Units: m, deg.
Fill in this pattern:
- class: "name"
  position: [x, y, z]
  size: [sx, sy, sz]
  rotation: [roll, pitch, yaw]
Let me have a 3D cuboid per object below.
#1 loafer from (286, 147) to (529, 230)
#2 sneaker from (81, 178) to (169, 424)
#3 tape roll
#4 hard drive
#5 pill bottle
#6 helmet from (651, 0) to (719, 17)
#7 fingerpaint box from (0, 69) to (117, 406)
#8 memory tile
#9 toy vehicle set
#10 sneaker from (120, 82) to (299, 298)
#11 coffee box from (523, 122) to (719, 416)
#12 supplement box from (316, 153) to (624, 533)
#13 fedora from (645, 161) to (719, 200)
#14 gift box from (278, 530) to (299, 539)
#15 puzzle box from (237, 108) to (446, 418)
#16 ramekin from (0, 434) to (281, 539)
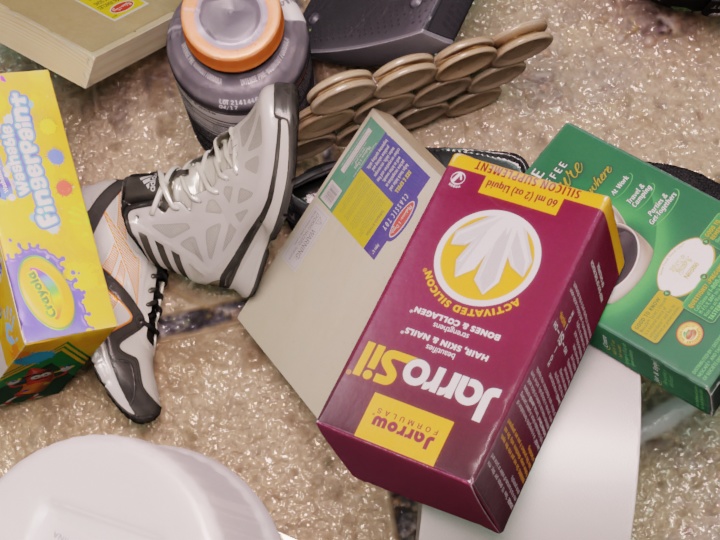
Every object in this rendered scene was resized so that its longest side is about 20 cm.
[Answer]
- class: "loafer"
  position: [0.037, -0.061, 1.126]
  size: [0.199, 0.070, 0.069]
  rotation: [-7, 76, -1]
- class: "sneaker"
  position: [-0.179, 0.018, 1.110]
  size: [0.079, 0.074, 0.202]
  rotation: [-16, 77, -5]
- class: "tape roll"
  position: [0.113, 0.133, 1.011]
  size: [0.138, 0.203, 0.205]
  rotation: [5, 76, 2]
- class: "hard drive"
  position: [0.028, -0.219, 1.116]
  size: [0.042, 0.199, 0.136]
  rotation: [33, 76, -29]
- class: "pill bottle"
  position: [-0.088, -0.153, 1.084]
  size: [0.105, 0.200, 0.107]
  rotation: [0, 76, 0]
- class: "helmet"
  position: [0.268, -0.305, 1.123]
  size: [0.198, 0.191, 0.202]
  rotation: [0, 112, -1]
- class: "fingerpaint box"
  position: [-0.257, -0.020, 1.067]
  size: [0.073, 0.167, 0.202]
  rotation: [-10, 74, -30]
- class: "memory tile"
  position: [0.037, -0.134, 1.083]
  size: [0.198, 0.153, 0.017]
  rotation: [-17, 80, -21]
- class: "toy vehicle set"
  position: [-0.211, -0.208, 1.118]
  size: [0.124, 0.200, 0.027]
  rotation: [29, 121, 8]
- class: "sneaker"
  position: [-0.112, -0.059, 1.034]
  size: [0.114, 0.201, 0.076]
  rotation: [11, 47, -11]
- class: "coffee box"
  position: [0.182, -0.006, 0.958]
  size: [0.199, 0.044, 0.123]
  rotation: [31, 73, 30]
- class: "supplement box"
  position: [0.072, 0.042, 0.887]
  size: [0.110, 0.086, 0.201]
  rotation: [18, 68, 26]
- class: "fedora"
  position: [0.225, -0.023, 1.053]
  size: [0.199, 0.201, 0.092]
  rotation: [23, 112, 6]
- class: "gift box"
  position: [-0.126, 0.248, 0.991]
  size: [0.185, 0.200, 0.186]
  rotation: [22, 82, 5]
- class: "puzzle box"
  position: [0.000, 0.000, 1.056]
  size: [0.133, 0.025, 0.201]
  rotation: [48, 113, 35]
- class: "ramekin"
  position: [-0.150, 0.196, 0.869]
  size: [0.198, 0.098, 0.202]
  rotation: [-5, 70, 13]
